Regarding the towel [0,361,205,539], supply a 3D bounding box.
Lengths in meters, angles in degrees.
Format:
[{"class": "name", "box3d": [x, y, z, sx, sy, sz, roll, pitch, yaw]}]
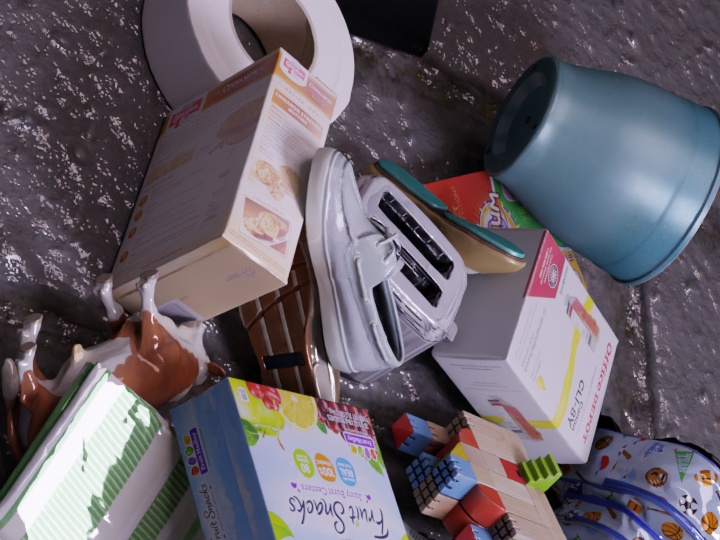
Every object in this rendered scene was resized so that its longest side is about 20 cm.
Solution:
[{"class": "towel", "box3d": [-0.173, 0.181, 1.239, 0.200, 0.023, 0.153, 47, 66, -35]}]

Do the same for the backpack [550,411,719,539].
[{"class": "backpack", "box3d": [0.287, 0.243, 1.618, 0.200, 0.190, 0.154, 46, 61, -20]}]

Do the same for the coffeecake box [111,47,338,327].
[{"class": "coffeecake box", "box3d": [-0.113, -0.064, 1.375, 0.073, 0.153, 0.201, 37, 49, -30]}]

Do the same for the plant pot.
[{"class": "plant pot", "box3d": [0.234, -0.114, 1.684, 0.187, 0.200, 0.201, 25, 53, -17]}]

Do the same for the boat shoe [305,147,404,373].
[{"class": "boat shoe", "box3d": [0.002, -0.008, 1.364, 0.070, 0.071, 0.202, -63, 149, -58]}]

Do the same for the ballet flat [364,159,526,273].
[{"class": "ballet flat", "box3d": [0.072, -0.034, 1.550, 0.200, 0.063, 0.068, 37, 14, 38]}]

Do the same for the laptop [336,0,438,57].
[{"class": "laptop", "box3d": [-0.006, -0.340, 1.728, 0.177, 0.103, 0.201, 12, 38, -43]}]

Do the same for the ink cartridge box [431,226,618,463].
[{"class": "ink cartridge box", "box3d": [0.162, 0.074, 1.591, 0.200, 0.083, 0.146, 51, 49, -45]}]

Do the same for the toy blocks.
[{"class": "toy blocks", "box3d": [0.103, 0.196, 1.491, 0.136, 0.100, 0.201, 25, 28, -36]}]

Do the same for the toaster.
[{"class": "toaster", "box3d": [0.000, 0.000, 1.481, 0.200, 0.129, 0.114, 47, 44, -19]}]

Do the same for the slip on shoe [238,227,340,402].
[{"class": "slip on shoe", "box3d": [-0.053, 0.050, 1.419, 0.061, 0.076, 0.201, -39, 121, -64]}]

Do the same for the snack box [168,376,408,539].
[{"class": "snack box", "box3d": [-0.045, 0.182, 1.285, 0.200, 0.067, 0.170, 20, 46, -55]}]

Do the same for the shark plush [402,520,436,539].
[{"class": "shark plush", "box3d": [0.073, 0.260, 1.484, 0.199, 0.091, 0.083, 19, 27, -33]}]

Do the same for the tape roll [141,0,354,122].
[{"class": "tape roll", "box3d": [-0.100, -0.208, 1.522, 0.202, 0.071, 0.204, 21, 58, -38]}]

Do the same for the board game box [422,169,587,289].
[{"class": "board game box", "box3d": [0.137, -0.025, 1.701, 0.199, 0.040, 0.154, -16, 84, -49]}]

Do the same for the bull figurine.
[{"class": "bull figurine", "box3d": [-0.188, 0.071, 1.272, 0.200, 0.065, 0.122, -36, 122, -37]}]
